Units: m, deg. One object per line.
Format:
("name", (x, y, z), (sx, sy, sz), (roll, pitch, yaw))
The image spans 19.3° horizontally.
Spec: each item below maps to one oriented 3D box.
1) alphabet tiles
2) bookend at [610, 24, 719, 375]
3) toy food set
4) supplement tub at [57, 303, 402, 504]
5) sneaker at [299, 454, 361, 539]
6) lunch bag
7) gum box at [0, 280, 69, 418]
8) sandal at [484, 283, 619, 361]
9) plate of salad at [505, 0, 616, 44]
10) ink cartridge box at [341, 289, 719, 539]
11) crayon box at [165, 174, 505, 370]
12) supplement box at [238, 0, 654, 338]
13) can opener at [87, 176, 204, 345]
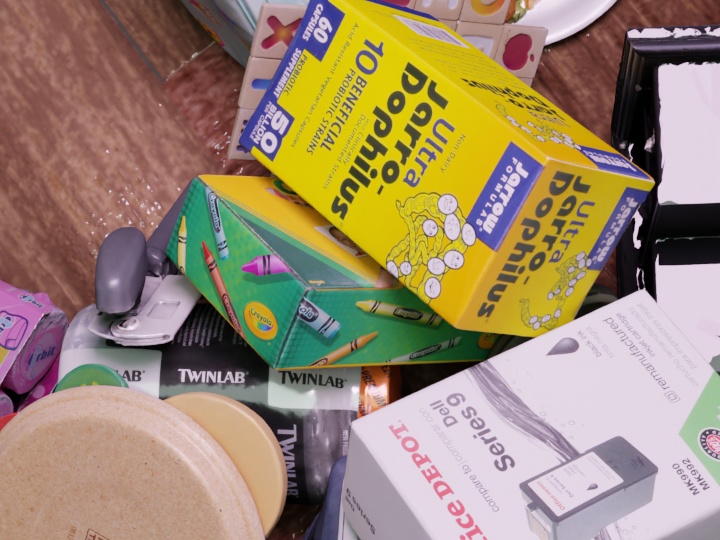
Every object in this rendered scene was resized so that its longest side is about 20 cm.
("alphabet tiles", (0.019, -0.110, 1.298), (0.199, 0.006, 0.167), (1, 118, -29))
("bookend", (0.200, -0.019, 1.245), (0.092, 0.199, 0.201), (-2, 79, 4))
("toy food set", (-0.141, 0.155, 1.223), (0.197, 0.049, 0.201), (11, 105, 19))
("supplement tub", (-0.077, 0.081, 1.293), (0.199, 0.123, 0.123), (0, 78, 7))
("sneaker", (-0.059, 0.186, 1.256), (0.146, 0.077, 0.203), (14, 117, 12))
("lunch bag", (-0.069, -0.191, 1.304), (0.077, 0.200, 0.160), (-41, 46, -7))
("gum box", (-0.275, 0.087, 1.332), (0.113, 0.066, 0.200), (27, 82, 23))
("sandal", (0.097, 0.094, 1.284), (0.057, 0.080, 0.201), (43, 103, 35))
("plate of salad", (0.092, -0.241, 1.382), (0.199, 0.048, 0.201), (-1, 78, 7))
("ink cartridge box", (0.110, 0.118, 1.150), (0.199, 0.084, 0.146), (-23, 55, -22))
("crayon box", (0.000, 0.000, 1.252), (0.119, 0.199, 0.058), (44, 120, 37))
("supplement box", (0.046, -0.062, 1.197), (0.200, 0.109, 0.109), (40, 111, 35))
("can opener", (-0.112, -0.018, 1.284), (0.053, 0.200, 0.067), (4, 119, 14))
